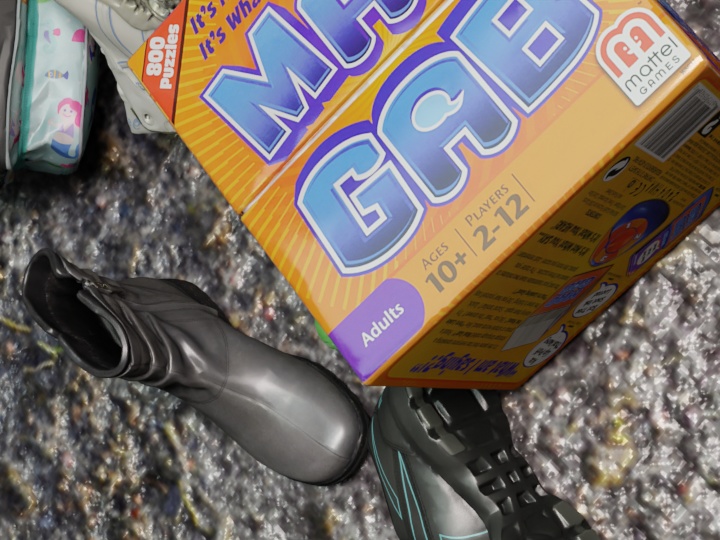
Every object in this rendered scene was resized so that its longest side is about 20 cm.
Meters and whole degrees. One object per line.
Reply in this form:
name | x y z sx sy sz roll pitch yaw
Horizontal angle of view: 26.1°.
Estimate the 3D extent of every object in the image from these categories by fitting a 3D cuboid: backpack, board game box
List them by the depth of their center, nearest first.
board game box | 0.054 -0.082 0.759 0.200 0.200 0.200 -44 70 15
backpack | -0.241 -0.132 0.979 0.200 0.149 0.179 162 112 -69

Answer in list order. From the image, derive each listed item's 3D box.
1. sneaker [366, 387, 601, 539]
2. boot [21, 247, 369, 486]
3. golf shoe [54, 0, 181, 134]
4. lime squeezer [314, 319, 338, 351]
sneaker | 0.068 0.139 0.820 0.201 0.075 0.079 61 139 19
boot | -0.099 0.059 0.885 0.199 0.131 0.070 28 97 31
golf shoe | -0.125 -0.122 0.907 0.097 0.199 0.079 -50 20 26
lime squeezer | 0.000 0.000 0.890 0.070 0.038 0.202 -24 70 26
